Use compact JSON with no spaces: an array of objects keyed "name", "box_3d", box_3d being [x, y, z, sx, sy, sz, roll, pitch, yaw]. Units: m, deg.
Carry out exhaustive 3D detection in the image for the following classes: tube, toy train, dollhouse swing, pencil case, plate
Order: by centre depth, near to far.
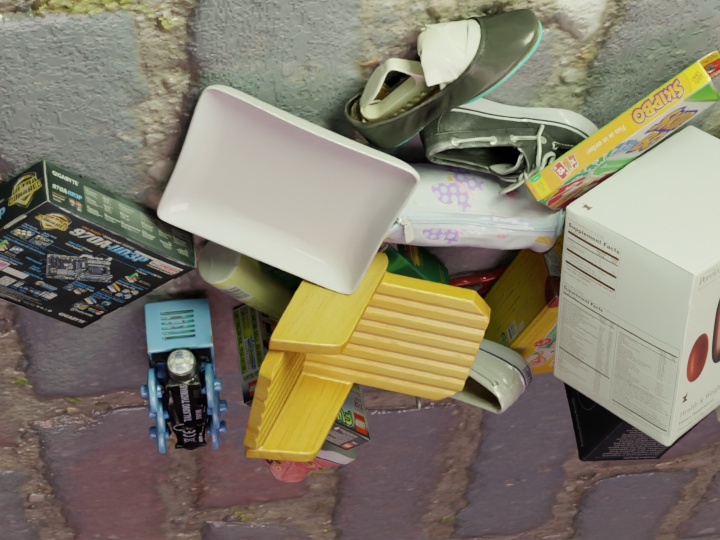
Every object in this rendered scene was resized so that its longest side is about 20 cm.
[{"name":"plate","box_3d":[-0.065,-0.074,1.529,0.198,0.032,0.200,22,142,-7]},{"name":"pencil case","box_3d":[0.090,-0.060,1.614,0.199,0.084,0.091,1,-172,-22]},{"name":"dollhouse swing","box_3d":[0.007,0.104,1.682,0.175,0.182,0.201,24,140,6]},{"name":"tube","box_3d":[-0.090,0.022,1.750,0.052,0.058,0.200,-26,147,19]},{"name":"toy train","box_3d":[-0.185,0.114,1.822,0.086,0.115,0.200,-4,152,-4]}]

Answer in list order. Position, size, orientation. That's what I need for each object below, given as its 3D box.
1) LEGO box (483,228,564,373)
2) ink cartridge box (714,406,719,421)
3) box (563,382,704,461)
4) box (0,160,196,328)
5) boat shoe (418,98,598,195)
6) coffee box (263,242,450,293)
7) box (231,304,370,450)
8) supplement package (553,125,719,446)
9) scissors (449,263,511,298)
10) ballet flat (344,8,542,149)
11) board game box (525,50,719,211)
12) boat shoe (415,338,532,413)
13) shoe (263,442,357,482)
[{"name":"LEGO box","box_3d":[0.221,0.033,1.827,0.148,0.078,0.200,-5,154,-23]},{"name":"ink cartridge box","box_3d":[0.432,0.063,1.837,0.147,0.201,0.086,11,147,-34]},{"name":"box","box_3d":[0.316,0.108,1.939,0.106,0.149,0.200,1,151,-21]},{"name":"box","box_3d":[-0.276,-0.019,1.614,0.158,0.046,0.200,-27,148,29]},{"name":"boat shoe","box_3d":[0.139,-0.109,1.558,0.198,0.069,0.074,12,146,-36]},{"name":"coffee box","box_3d":[0.000,0.000,1.743,0.122,0.044,0.200,-20,151,18]},{"name":"box","box_3d":[-0.062,0.116,1.870,0.035,0.111,0.200,-23,150,24]},{"name":"supplement package","box_3d":[0.297,0.012,1.605,0.191,0.147,0.201,-32,138,-33]},{"name":"scissors","box_3d":[0.175,-0.003,1.834,0.199,0.014,0.073,-24,150,21]},{"name":"ballet flat","box_3d":[0.060,-0.162,1.439,0.068,0.068,0.200,24,138,-34]},{"name":"board game box","box_3d":[0.241,-0.122,1.534,0.200,0.030,0.095,-38,167,12]},{"name":"boat shoe","box_3d":[0.076,0.107,1.831,0.201,0.086,0.075,20,141,27]},{"name":"shoe","box_3d":[-0.085,0.206,2.073,0.091,0.072,0.200,-25,154,17]}]
